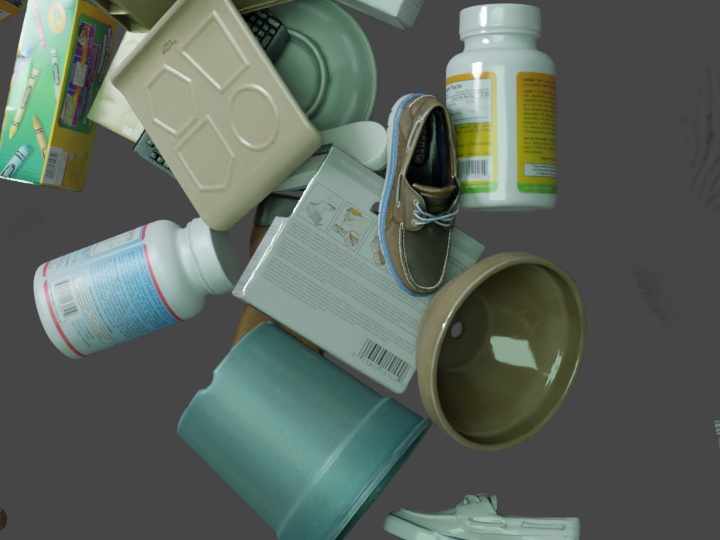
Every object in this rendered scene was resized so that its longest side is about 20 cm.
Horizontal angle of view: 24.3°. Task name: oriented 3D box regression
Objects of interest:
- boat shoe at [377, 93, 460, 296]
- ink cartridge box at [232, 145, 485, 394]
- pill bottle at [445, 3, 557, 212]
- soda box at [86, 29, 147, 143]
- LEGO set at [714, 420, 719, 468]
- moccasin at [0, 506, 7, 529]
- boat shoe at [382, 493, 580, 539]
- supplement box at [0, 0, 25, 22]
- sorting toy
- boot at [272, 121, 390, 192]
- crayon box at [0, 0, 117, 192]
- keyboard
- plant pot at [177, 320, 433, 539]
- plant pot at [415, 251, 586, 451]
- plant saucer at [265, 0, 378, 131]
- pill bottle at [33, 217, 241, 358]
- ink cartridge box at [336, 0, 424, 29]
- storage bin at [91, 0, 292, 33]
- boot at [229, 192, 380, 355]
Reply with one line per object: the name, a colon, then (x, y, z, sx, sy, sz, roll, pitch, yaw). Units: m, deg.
boat shoe: (0.060, -0.072, 1.630, 0.072, 0.072, 0.201, -6, 97, -19)
ink cartridge box: (0.000, 0.000, 1.678, 0.200, 0.045, 0.177, 33, 83, -18)
pill bottle: (0.141, -0.161, 1.676, 0.111, 0.111, 0.201, 0, 89, 12)
soda box: (-0.212, -0.235, 1.776, 0.068, 0.064, 0.201, 27, 95, 11)
LEGO set: (0.430, 0.204, 1.631, 0.199, 0.116, 0.154, -19, 115, 15)
moccasin: (-0.475, 0.299, 1.820, 0.201, 0.074, 0.078, -18, 95, 8)
boat shoe: (0.125, 0.259, 1.701, 0.199, 0.074, 0.066, 11, 87, 2)
supplement box: (-0.487, -0.294, 1.811, 0.199, 0.109, 0.110, -26, 84, 10)
sorting toy: (-0.142, -0.163, 1.662, 0.185, 0.036, 0.200, -39, 85, 40)
boot: (-0.049, -0.099, 1.721, 0.199, 0.090, 0.073, -2, 63, 21)
crayon box: (-0.320, -0.188, 1.770, 0.058, 0.119, 0.201, 12, 91, 12)
keyboard: (-0.173, -0.202, 1.729, 0.127, 0.021, 0.200, 34, 94, 2)
plant pot: (-0.064, 0.166, 1.665, 0.196, 0.200, 0.200, 38, 97, 8)
plant pot: (0.123, 0.072, 1.665, 0.093, 0.200, 0.202, 23, 95, 51)
plant saucer: (-0.083, -0.198, 1.755, 0.199, 0.050, 0.201, 0, 90, 12)
pill bottle: (-0.232, 0.013, 1.754, 0.199, 0.109, 0.109, -19, 85, 11)
ink cartridge box: (0.023, -0.369, 1.718, 0.145, 0.083, 0.201, 25, 95, 12)
storage bin: (-0.183, -0.324, 1.622, 0.198, 0.200, 0.094, -11, 70, 19)
boot: (-0.035, 0.032, 1.736, 0.188, 0.068, 0.201, 10, 97, 1)
